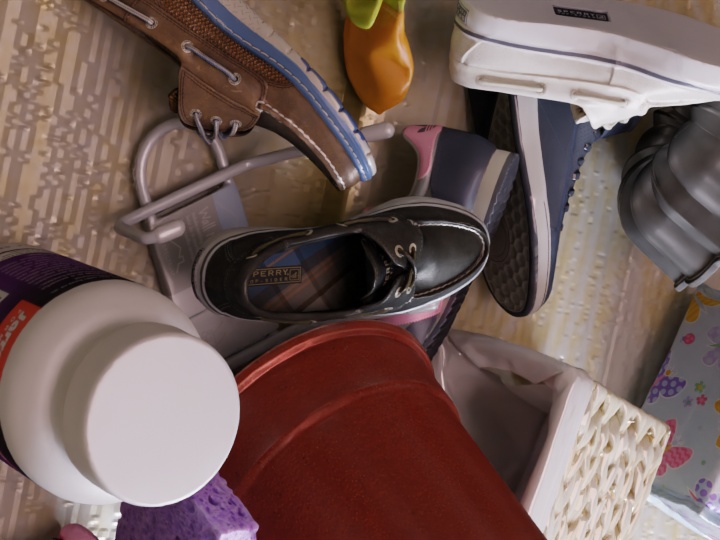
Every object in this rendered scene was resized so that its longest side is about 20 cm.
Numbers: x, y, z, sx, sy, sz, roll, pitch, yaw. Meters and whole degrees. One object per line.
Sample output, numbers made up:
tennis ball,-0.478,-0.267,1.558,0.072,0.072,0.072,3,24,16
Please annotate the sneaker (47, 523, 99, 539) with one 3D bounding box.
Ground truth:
sneaker,-0.179,0.251,0.941,0.095,0.079,0.202,-8,80,-26

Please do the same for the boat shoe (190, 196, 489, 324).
boat shoe,0.000,0.000,0.955,0.199,0.056,0.069,-9,105,-31

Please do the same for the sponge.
sponge,-0.107,0.189,0.935,0.030,0.112,0.201,-7,123,-32

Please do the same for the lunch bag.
lunch bag,0.309,0.130,1.249,0.200,0.127,0.170,36,80,-41

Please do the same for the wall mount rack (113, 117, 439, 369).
wall mount rack,-0.051,-0.003,0.995,0.173,0.074,0.201,-28,115,-29

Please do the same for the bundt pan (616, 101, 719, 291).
bundt pan,0.244,-0.090,1.129,0.075,0.202,0.203,32,78,-4

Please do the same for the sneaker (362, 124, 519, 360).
sneaker,0.030,0.001,1.070,0.201,0.082,0.070,-66,171,10

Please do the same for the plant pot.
plant pot,0.016,0.166,0.961,0.200,0.195,0.202,-24,137,-24

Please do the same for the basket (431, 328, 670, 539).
basket,0.100,0.159,1.101,0.123,0.135,0.201,25,84,-40

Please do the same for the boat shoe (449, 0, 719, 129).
boat shoe,0.152,-0.125,1.033,0.198,0.071,0.070,8,123,-8

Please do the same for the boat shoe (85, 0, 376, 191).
boat shoe,-0.077,-0.110,0.937,0.072,0.072,0.200,-45,90,-4

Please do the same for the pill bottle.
pill bottle,-0.147,0.055,0.851,0.111,0.199,0.112,-7,103,-34

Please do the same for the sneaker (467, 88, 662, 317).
sneaker,0.148,-0.076,1.121,0.145,0.077,0.204,-10,104,-31

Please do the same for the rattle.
rattle,-0.037,-0.146,0.941,0.143,0.130,0.200,-62,172,32
